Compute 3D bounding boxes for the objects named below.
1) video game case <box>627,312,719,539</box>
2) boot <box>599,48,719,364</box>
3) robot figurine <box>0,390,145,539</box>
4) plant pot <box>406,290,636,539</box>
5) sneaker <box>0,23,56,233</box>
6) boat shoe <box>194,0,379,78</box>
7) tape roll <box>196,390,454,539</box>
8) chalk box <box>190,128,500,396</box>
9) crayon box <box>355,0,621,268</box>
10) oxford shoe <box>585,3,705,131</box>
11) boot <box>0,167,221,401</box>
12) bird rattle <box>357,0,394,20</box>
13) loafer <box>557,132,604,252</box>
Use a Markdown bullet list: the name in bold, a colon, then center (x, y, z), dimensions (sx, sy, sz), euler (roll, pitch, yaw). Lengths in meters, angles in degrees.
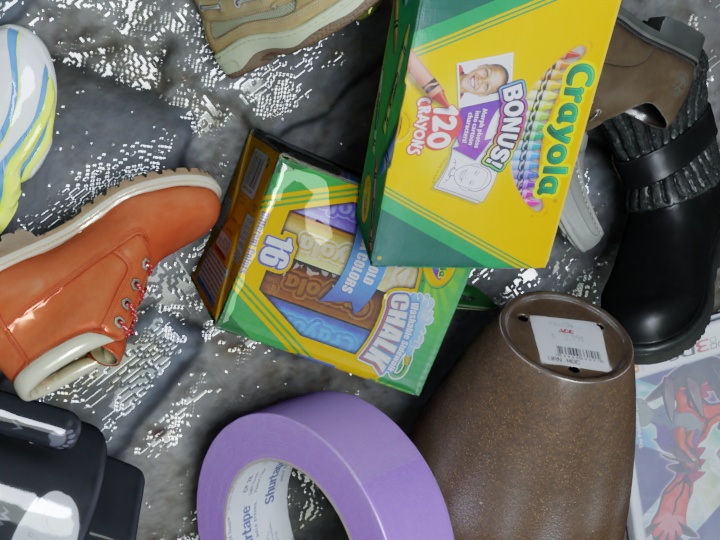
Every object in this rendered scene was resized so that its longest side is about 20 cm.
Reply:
- **video game case**: center (0.299, 0.135, 1.093), dimensions (0.181, 0.023, 0.202), euler (-15, 107, -12)
- **boot**: center (0.209, -0.052, 0.943), dimensions (0.212, 0.079, 0.159), euler (-58, 136, -41)
- **robot figurine**: center (-0.250, 0.144, 0.888), dimensions (0.199, 0.125, 0.151), euler (23, 93, -20)
- **plant pot**: center (0.118, 0.121, 0.915), dimensions (0.185, 0.188, 0.201), euler (2, 128, -16)
- **sneaker**: center (-0.260, -0.063, 0.833), dimensions (0.075, 0.105, 0.201), euler (23, 98, 10)
- **boat shoe**: center (-0.048, -0.181, 0.827), dimensions (0.072, 0.199, 0.076), euler (-46, 109, -36)
- **tape roll**: center (-0.028, 0.190, 0.918), dimensions (0.065, 0.199, 0.202), euler (-15, 110, -44)
- **chalk box**: center (0.000, 0.000, 0.920), dimensions (0.199, 0.125, 0.125), euler (21, 97, -18)
- **crayon box**: center (0.072, -0.098, 0.784), dimensions (0.118, 0.058, 0.201), euler (1, 125, -13)
- **oxford shoe**: center (0.139, -0.134, 0.840), dimensions (0.199, 0.073, 0.085), euler (12, 92, -29)
- **boot**: center (-0.163, 0.009, 0.870), dimensions (0.199, 0.075, 0.107), euler (-30, 70, -22)
- **bird rattle**: center (0.085, -0.206, 0.896), dimensions (0.199, 0.113, 0.164), euler (-25, 89, -21)
- **loafer**: center (0.142, -0.109, 0.962), dimensions (0.069, 0.070, 0.201), euler (-25, 109, 1)
